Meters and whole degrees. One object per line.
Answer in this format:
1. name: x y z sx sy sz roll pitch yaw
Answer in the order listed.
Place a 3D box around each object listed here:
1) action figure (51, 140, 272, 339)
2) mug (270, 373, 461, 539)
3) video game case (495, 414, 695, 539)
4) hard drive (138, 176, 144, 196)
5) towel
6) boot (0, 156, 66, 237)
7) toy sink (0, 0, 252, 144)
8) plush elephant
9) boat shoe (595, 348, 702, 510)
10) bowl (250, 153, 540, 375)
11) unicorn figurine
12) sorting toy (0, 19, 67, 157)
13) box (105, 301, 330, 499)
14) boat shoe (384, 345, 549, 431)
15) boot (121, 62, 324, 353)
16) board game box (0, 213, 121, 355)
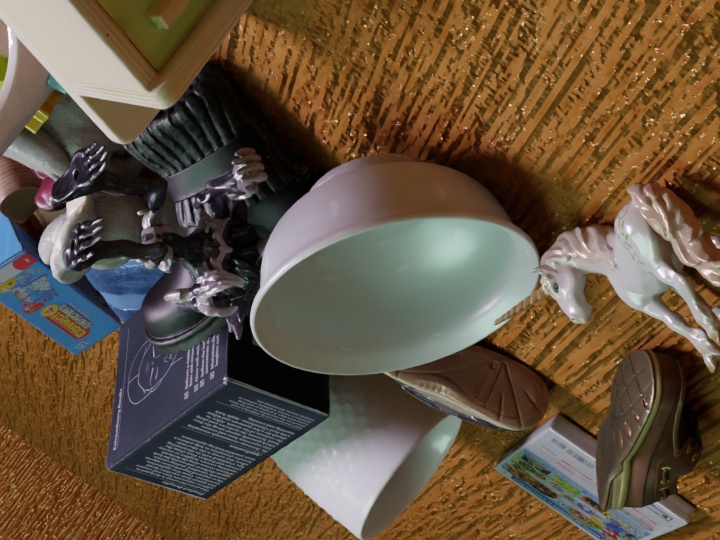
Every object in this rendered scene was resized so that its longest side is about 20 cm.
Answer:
1. action figure: -0.110 -0.021 1.194 0.199 0.120 0.102 13 162 -42
2. mug: -0.009 0.134 1.605 0.175 0.148 0.200 37 -167 17
3. video game case: 0.204 0.194 1.545 0.143 0.018 0.200 34 161 1
4. hard drive: -0.160 -0.012 1.646 0.139 0.033 0.200 23 157 31
5. towel: -0.185 0.016 1.570 0.111 0.049 0.200 -3 149 17
6. boot: -0.291 -0.099 1.556 0.155 0.073 0.200 61 -174 26
7. toy sink: -0.138 -0.180 1.054 0.112 0.131 0.200 14 151 45
8. plush elephant: -0.220 -0.067 1.394 0.199 0.156 0.164 -3 179 41
9. boat shoe: 0.218 0.117 1.278 0.067 0.073 0.201 0 149 -1
10. bowl: 0.016 -0.016 1.183 0.199 0.091 0.202 -10 150 -6
11. unicorn figurine: 0.177 0.003 1.068 0.137 0.074 0.200 40 149 15
12. sorting toy: -0.269 -0.136 1.287 0.107 0.181 0.200 33 163 -25
13. box: -0.121 0.084 1.488 0.107 0.149 0.200 22 142 -30
14. boat shoe: 0.060 0.079 1.434 0.199 0.072 0.065 26 156 7
15. boot: -0.133 -0.047 1.318 0.158 0.211 0.080 39 -159 -25
16. board game box: -0.324 -0.042 1.631 0.197 0.056 0.200 61 -174 29
